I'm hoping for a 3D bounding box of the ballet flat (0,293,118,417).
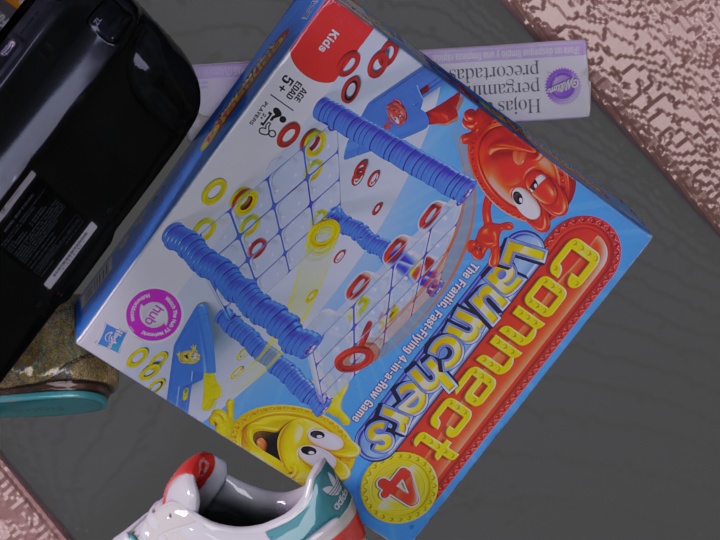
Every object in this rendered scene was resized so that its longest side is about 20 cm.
[{"bbox_3d":[-0.218,0.047,0.849,0.199,0.071,0.071,-8,96,-2],"label":"ballet flat"}]

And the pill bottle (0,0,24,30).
[{"bbox_3d":[-0.184,-0.051,0.785,0.116,0.116,0.200,39,79,-7],"label":"pill bottle"}]

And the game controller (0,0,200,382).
[{"bbox_3d":[-0.145,-0.026,0.720,0.042,0.104,0.200,31,81,33],"label":"game controller"}]

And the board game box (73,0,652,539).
[{"bbox_3d":[0.000,0.000,0.827,0.195,0.056,0.200,34,100,-18],"label":"board game box"}]

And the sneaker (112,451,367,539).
[{"bbox_3d":[-0.089,0.131,0.834,0.199,0.070,0.094,-7,110,18],"label":"sneaker"}]

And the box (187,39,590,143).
[{"bbox_3d":[0.012,-0.088,0.857,0.199,0.041,0.039,-4,97,-4],"label":"box"}]
